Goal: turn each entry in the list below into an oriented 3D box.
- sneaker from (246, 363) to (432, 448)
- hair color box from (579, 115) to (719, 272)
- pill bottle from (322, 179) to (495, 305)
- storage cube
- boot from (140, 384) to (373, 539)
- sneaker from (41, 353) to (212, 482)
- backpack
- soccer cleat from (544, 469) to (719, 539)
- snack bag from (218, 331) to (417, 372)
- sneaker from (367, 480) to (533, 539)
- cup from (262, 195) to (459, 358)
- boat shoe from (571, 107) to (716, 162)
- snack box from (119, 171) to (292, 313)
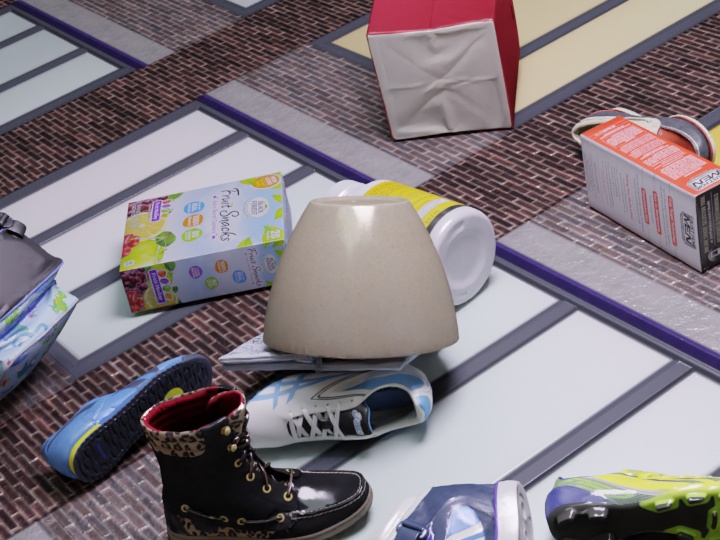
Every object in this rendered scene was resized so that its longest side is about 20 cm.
[{"bbox_3d":[-0.027,0.139,1.479,0.199,0.072,0.073,-13,22,2],"label":"sneaker"},{"bbox_3d":[0.332,-0.088,1.666,0.061,0.102,0.200,-26,36,-19],"label":"hair color box"},{"bbox_3d":[0.046,-0.040,1.687,0.200,0.112,0.111,22,47,41],"label":"pill bottle"},{"bbox_3d":[0.115,-0.298,1.982,0.170,0.200,0.180,-4,40,13],"label":"storage cube"},{"bbox_3d":[-0.098,0.179,1.372,0.199,0.151,0.073,-7,33,10],"label":"boot"},{"bbox_3d":[-0.245,0.142,1.562,0.078,0.066,0.200,17,44,44],"label":"sneaker"},{"bbox_3d":[-0.422,0.067,1.647,0.200,0.147,0.183,-41,8,42],"label":"backpack"},{"bbox_3d":[0.259,0.196,1.297,0.199,0.065,0.084,-6,31,12],"label":"soccer cleat"},{"bbox_3d":[-0.023,0.076,1.549,0.199,0.021,0.189,-1,8,19],"label":"snack bag"},{"bbox_3d":[0.069,0.263,1.262,0.146,0.081,0.200,-13,35,17],"label":"sneaker"},{"bbox_3d":[0.000,0.000,1.507,0.199,0.144,0.200,0,9,0],"label":"cup"},{"bbox_3d":[0.337,-0.153,1.784,0.062,0.071,0.200,-14,23,-30],"label":"boat shoe"},{"bbox_3d":[-0.183,-0.036,1.807,0.199,0.068,0.169,-11,32,1],"label":"snack box"}]
